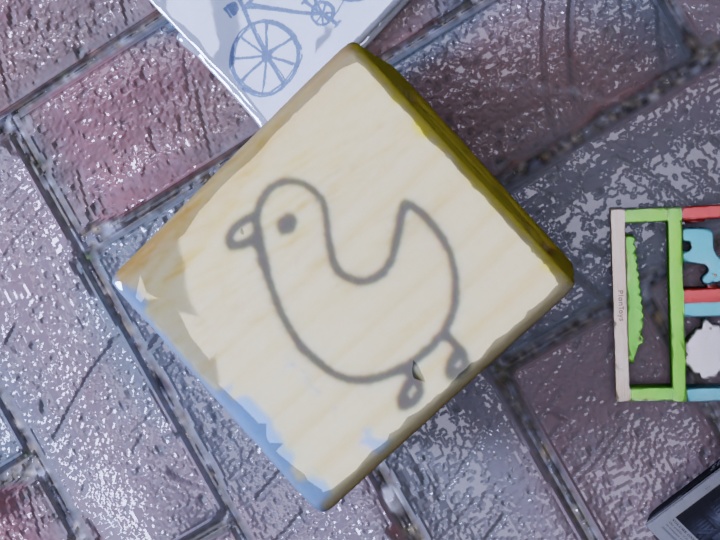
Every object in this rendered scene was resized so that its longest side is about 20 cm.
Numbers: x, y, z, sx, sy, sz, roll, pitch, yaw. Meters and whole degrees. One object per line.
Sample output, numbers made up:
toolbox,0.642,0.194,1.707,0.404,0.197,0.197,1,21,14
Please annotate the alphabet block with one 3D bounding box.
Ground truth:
alphabet block,0.000,0.000,0.855,0.200,0.196,0.195,-44,88,9

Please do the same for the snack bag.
snack bag,-0.065,-0.225,0.937,0.200,0.021,0.189,45,99,3

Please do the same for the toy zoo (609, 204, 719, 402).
toy zoo,0.267,0.020,0.901,0.198,0.020,0.133,-2,94,9

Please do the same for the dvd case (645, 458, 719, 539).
dvd case,0.299,0.160,0.859,0.150,0.025,0.200,44,129,5
